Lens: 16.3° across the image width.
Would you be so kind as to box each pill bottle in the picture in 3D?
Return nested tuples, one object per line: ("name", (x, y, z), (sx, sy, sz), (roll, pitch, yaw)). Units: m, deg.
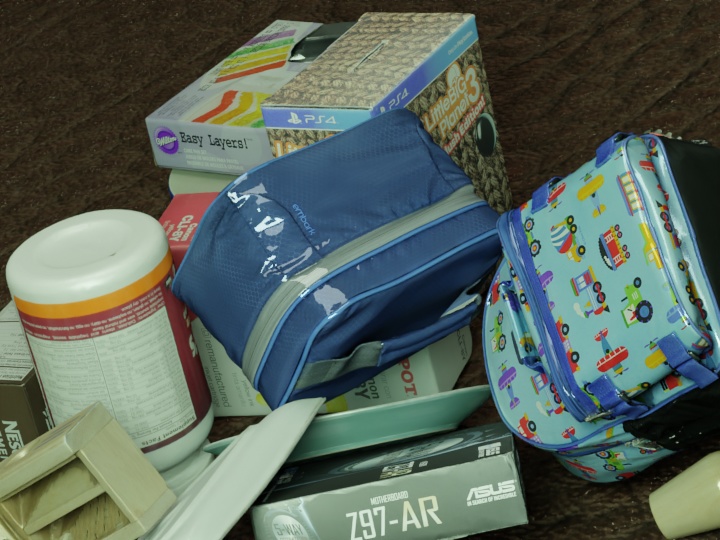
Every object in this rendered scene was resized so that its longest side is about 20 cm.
("pill bottle", (-0.159, 0.070, 1.669), (0.109, 0.200, 0.110), (-11, 27, 6))

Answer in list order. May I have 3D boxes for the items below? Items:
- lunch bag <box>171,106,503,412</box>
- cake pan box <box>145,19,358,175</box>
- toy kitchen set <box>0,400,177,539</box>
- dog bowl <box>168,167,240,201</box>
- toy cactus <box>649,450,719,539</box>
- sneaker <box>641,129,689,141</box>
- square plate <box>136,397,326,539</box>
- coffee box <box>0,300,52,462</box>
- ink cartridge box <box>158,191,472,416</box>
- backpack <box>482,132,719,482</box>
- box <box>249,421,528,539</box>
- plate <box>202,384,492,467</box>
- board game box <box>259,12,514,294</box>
("lunch bag", (0.000, 0.000, 1.583), (0.200, 0.136, 0.132), (-26, 68, -34))
("cake pan box", (-0.042, -0.139, 2.014), (0.184, 0.052, 0.200), (10, 35, 35))
("toy kitchen set", (-0.263, 0.159, 1.513), (0.180, 0.163, 0.200), (-31, 11, 41))
("dog bowl", (-0.050, -0.059, 2.006), (0.199, 0.079, 0.200), (-11, 26, 5))
("toy cactus", (0.258, 0.122, 1.520), (0.165, 0.102, 0.200), (-26, 25, 18))
("sneaker", (0.235, -0.013, 1.604), (0.200, 0.070, 0.093), (31, 78, 36))
("square plate", (-0.117, 0.170, 1.500), (0.200, 0.028, 0.198), (-46, 2, 31))
("coffee box", (-0.209, 0.075, 1.784), (0.080, 0.115, 0.200), (1, 31, 26))
("ink cartridge box", (-0.037, 0.021, 1.767), (0.199, 0.146, 0.083), (-3, 29, 21))
("backpack", (0.150, 0.030, 1.528), (0.134, 0.183, 0.200), (10, -32, -44))
("box", (0.021, 0.138, 1.540), (0.160, 0.044, 0.200), (-12, 1, 4))
("plate", (-0.004, 0.106, 1.646), (0.200, 0.026, 0.200), (-11, -5, -1))
("board game box", (0.027, -0.067, 1.849), (0.097, 0.200, 0.159), (4, 32, 32))
